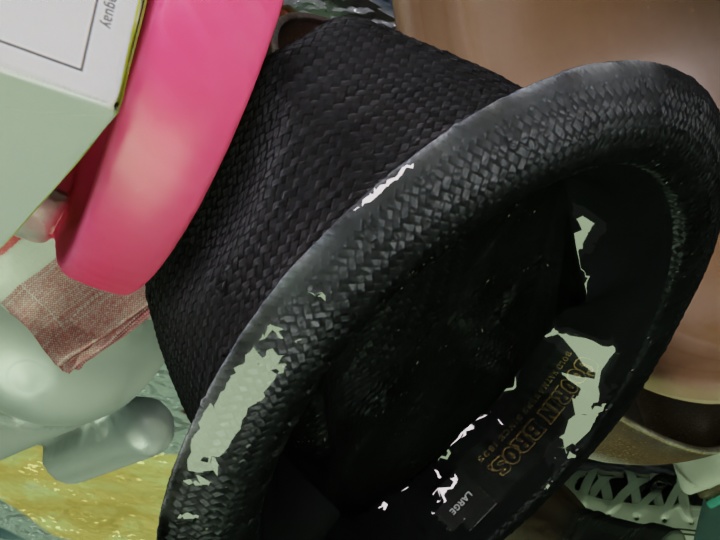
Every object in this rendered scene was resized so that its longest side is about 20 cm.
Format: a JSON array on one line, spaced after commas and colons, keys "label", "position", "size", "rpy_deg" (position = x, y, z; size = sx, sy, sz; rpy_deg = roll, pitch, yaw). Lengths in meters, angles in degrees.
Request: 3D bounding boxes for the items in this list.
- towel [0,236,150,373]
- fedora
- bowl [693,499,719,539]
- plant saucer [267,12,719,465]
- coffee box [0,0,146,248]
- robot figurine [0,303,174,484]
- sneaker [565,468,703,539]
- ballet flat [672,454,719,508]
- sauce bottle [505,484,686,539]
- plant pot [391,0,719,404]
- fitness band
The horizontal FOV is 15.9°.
[{"label": "towel", "position": [-0.129, -0.059, 0.864], "size": [0.200, 0.023, 0.144], "rpy_deg": [40, 132, -15]}, {"label": "fedora", "position": [0.002, 0.005, 0.665], "size": [0.092, 0.200, 0.201], "rpy_deg": [47, 169, 27]}, {"label": "bowl", "position": [0.217, 0.075, 0.981], "size": [0.200, 0.105, 0.201], "rpy_deg": [-3, 174, 0]}, {"label": "plant saucer", "position": [0.039, -0.005, 0.836], "size": [0.200, 0.200, 0.032], "rpy_deg": [30, 112, -36]}, {"label": "coffee box", "position": [-0.162, -0.117, 0.650], "size": [0.197, 0.200, 0.200], "rpy_deg": [19, 153, -19]}, {"label": "robot figurine", "position": [-0.146, 0.015, 1.018], "size": [0.170, 0.113, 0.200], "rpy_deg": [47, 142, -17]}, {"label": "sneaker", "position": [0.145, 0.115, 1.190], "size": [0.200, 0.072, 0.073], "rpy_deg": [12, 116, 14]}, {"label": "ballet flat", "position": [0.170, 0.019, 0.859], "size": [0.069, 0.070, 0.200], "rpy_deg": [25, 143, -29]}, {"label": "sauce bottle", "position": [0.051, 0.115, 1.156], "size": [0.200, 0.065, 0.065], "rpy_deg": [14, 160, 33]}, {"label": "plant pot", "position": [0.106, -0.072, 0.724], "size": [0.093, 0.201, 0.201], "rpy_deg": [-23, 173, -33]}, {"label": "fitness band", "position": [-0.052, -0.087, 0.675], "size": [0.037, 0.200, 0.144], "rpy_deg": [18, 134, -17]}]
